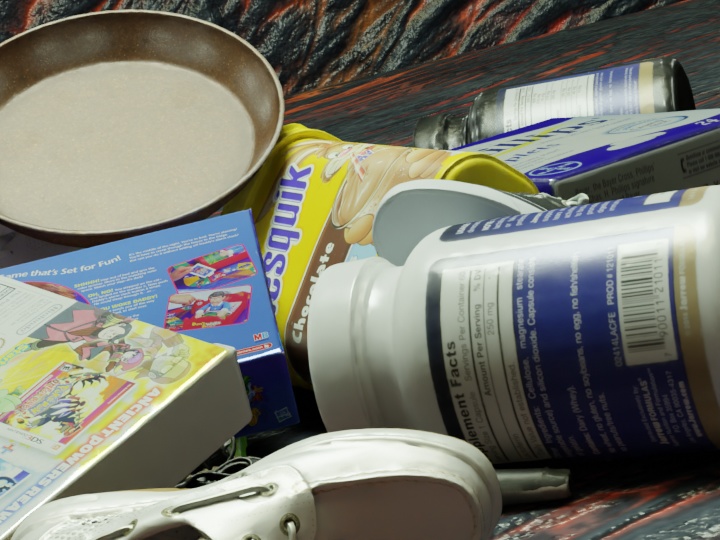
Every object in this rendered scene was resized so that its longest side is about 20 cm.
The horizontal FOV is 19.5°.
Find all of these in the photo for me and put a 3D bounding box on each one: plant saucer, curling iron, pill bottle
[{"bbox_3d":[-0.142,-0.077,1.198,0.199,0.035,0.201,-1,43,1],"label":"plant saucer"},{"bbox_3d":[-0.002,0.093,0.934,0.199,0.026,0.050,-2,48,25],"label":"curling iron"},{"bbox_3d":[0.144,-0.087,1.538,0.199,0.113,0.112,-9,10,18],"label":"pill bottle"},{"bbox_3d":[0.084,0.031,0.948,0.199,0.116,0.116,-7,11,22],"label":"pill bottle"}]

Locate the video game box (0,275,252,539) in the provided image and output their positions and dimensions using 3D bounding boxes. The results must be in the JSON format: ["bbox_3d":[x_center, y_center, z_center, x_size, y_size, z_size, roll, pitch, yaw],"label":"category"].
[{"bbox_3d":[-0.177,0.083,0.922,0.182,0.047,0.200,13,41,42],"label":"video game box"}]

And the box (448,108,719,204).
[{"bbox_3d":[0.122,-0.025,1.247,0.183,0.106,0.199,-18,11,-35],"label":"box"}]

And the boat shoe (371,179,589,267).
[{"bbox_3d":[0.103,-0.005,1.037,0.198,0.074,0.068,14,28,-1],"label":"boat shoe"}]

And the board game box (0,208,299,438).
[{"bbox_3d":[-0.139,0.043,1.056,0.199,0.045,0.135,-13,34,-2],"label":"board game box"}]

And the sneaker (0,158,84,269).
[{"bbox_3d":[-0.199,0.013,1.208,0.074,0.115,0.201,-60,5,51],"label":"sneaker"}]

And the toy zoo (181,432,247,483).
[{"bbox_3d":[-0.127,0.060,1.088,0.130,0.021,0.200,-12,33,0],"label":"toy zoo"}]

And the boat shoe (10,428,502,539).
[{"bbox_3d":[-0.043,0.114,0.796,0.199,0.071,0.069,-14,17,9],"label":"boat shoe"}]

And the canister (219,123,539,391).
[{"bbox_3d":[0.000,0.000,1.143,0.086,0.149,0.200,28,-10,-31],"label":"canister"}]
